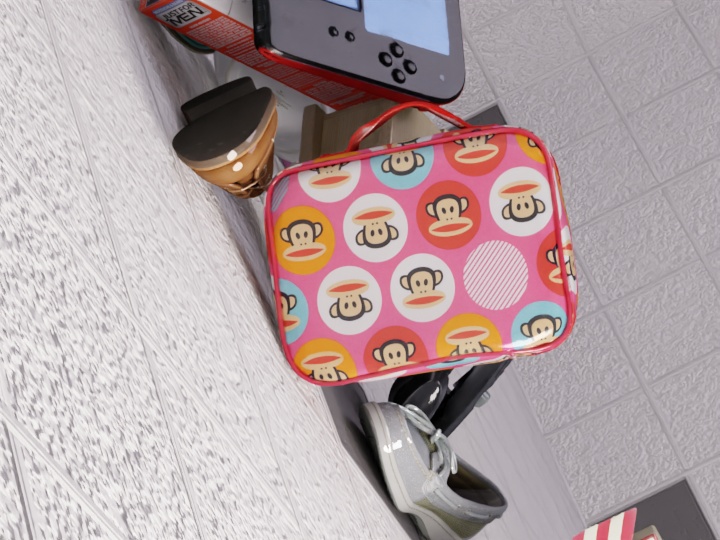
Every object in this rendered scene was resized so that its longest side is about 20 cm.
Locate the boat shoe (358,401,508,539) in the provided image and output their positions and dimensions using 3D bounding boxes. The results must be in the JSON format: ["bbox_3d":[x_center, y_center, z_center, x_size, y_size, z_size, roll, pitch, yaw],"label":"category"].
[{"bbox_3d":[0.053,0.145,1.596,0.202,0.065,0.075,56,9,-53],"label":"boat shoe"}]

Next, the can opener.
[{"bbox_3d":[0.088,0.063,1.642,0.063,0.200,0.079,36,15,-16],"label":"can opener"}]

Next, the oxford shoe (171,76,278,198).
[{"bbox_3d":[-0.078,-0.078,1.426,0.200,0.071,0.071,-97,165,-78],"label":"oxford shoe"}]

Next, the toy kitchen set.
[{"bbox_3d":[0.000,0.000,1.622,0.200,0.163,0.181,44,41,-45],"label":"toy kitchen set"}]

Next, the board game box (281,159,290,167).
[{"bbox_3d":[-0.083,-0.175,1.981,0.200,0.040,0.153,59,7,-40],"label":"board game box"}]

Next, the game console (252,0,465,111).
[{"bbox_3d":[-0.003,-0.218,1.552,0.177,0.031,0.201,16,58,-36],"label":"game console"}]

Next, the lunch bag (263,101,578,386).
[{"bbox_3d":[0.037,-0.021,1.424,0.082,0.199,0.177,0,82,-83],"label":"lunch bag"}]

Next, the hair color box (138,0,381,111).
[{"bbox_3d":[-0.053,-0.201,1.579,0.200,0.064,0.111,25,66,-32],"label":"hair color box"}]

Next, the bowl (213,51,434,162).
[{"bbox_3d":[-0.044,-0.154,1.723,0.090,0.201,0.201,-46,115,-43],"label":"bowl"}]

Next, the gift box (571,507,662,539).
[{"bbox_3d":[0.182,0.275,1.539,0.185,0.200,0.187,59,6,6],"label":"gift box"}]

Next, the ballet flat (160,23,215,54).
[{"bbox_3d":[-0.151,-0.253,1.598,0.200,0.067,0.062,62,-4,-18],"label":"ballet flat"}]
